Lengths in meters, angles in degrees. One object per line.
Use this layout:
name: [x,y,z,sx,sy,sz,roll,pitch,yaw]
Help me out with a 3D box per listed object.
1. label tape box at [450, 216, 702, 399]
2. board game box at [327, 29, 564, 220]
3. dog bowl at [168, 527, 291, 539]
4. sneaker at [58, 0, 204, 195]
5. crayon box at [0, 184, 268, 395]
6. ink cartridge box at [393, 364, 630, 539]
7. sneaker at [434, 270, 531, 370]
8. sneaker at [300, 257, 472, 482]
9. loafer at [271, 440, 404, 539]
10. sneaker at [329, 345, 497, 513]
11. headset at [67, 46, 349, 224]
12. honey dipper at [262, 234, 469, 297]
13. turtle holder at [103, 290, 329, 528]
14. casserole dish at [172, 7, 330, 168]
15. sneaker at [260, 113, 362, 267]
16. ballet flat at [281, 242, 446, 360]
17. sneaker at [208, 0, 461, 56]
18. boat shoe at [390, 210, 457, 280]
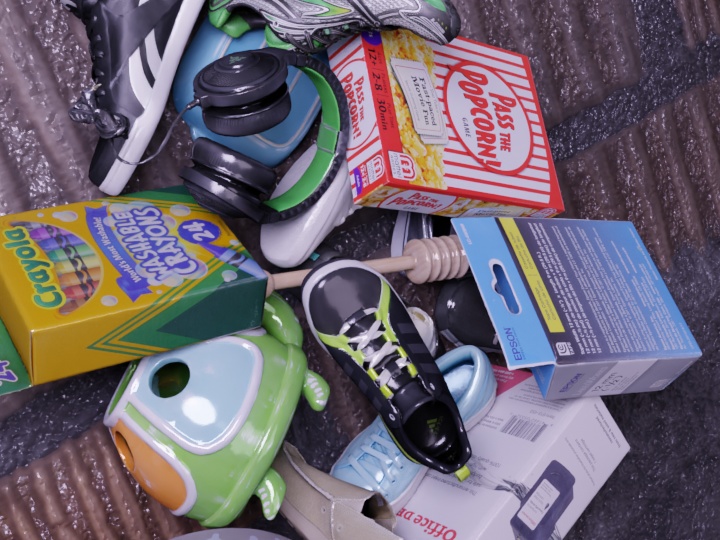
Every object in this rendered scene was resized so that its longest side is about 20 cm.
label tape box: [0.168,0.030,0.843,0.199,0.066,0.144,-1,55,-28]
board game box: [0.071,-0.120,0.829,0.199,0.046,0.152,4,67,-39]
dog bowl: [-0.107,0.270,0.745,0.199,0.059,0.201,-8,128,-11]
sneaker: [-0.188,-0.164,0.731,0.111,0.073,0.201,22,83,-19]
crayon box: [-0.181,0.007,0.698,0.199,0.126,0.052,-15,134,-31]
ink cartridge box: [0.114,0.187,0.887,0.200,0.145,0.084,-45,115,-23]
sneaker: [0.165,0.054,0.914,0.200,0.115,0.075,20,84,-43]
sneaker: [0.031,0.075,0.761,0.072,0.083,0.200,-38,110,-8]
loafer: [-0.010,0.194,0.780,0.068,0.200,0.076,-42,136,-7]
sneaker: [0.035,0.134,0.856,0.200,0.074,0.082,-45,148,-19]
headset: [-0.097,-0.099,0.709,0.199,0.094,0.124,-5,113,-45]
honey dipper: [0.000,0.000,0.797,0.199,0.038,0.038,-9,97,-34]
turtle holder: [-0.104,0.089,0.747,0.131,0.141,0.186,29,88,-14]
casserole dish: [-0.068,-0.176,0.818,0.121,0.039,0.201,35,74,-28]
sneaker: [-0.008,-0.073,0.833,0.089,0.075,0.201,46,59,-34]
ballet flat: [0.016,0.044,0.863,0.200,0.068,0.068,36,73,-29]
sneaker: [-0.020,-0.190,0.743,0.078,0.199,0.086,25,81,-68]
boat shoe: [0.076,-0.089,0.896,0.072,0.068,0.201,14,84,-33]
